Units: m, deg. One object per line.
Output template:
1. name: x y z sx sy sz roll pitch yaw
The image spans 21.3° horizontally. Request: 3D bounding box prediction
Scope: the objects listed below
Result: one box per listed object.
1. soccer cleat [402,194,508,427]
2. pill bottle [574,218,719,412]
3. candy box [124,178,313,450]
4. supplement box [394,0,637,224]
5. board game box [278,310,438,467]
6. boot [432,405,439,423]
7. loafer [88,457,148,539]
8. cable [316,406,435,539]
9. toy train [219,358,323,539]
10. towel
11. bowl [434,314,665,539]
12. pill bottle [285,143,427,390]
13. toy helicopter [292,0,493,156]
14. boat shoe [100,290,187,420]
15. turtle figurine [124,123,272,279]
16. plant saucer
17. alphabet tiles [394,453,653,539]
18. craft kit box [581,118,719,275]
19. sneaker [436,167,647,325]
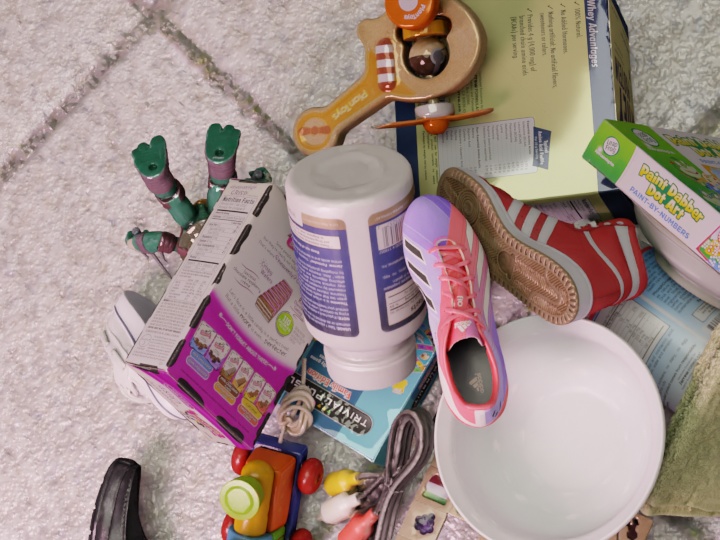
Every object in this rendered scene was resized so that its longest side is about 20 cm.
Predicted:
1. soccer cleat: 0.080 0.030 1.569 0.067 0.076 0.200 -12 81 -1
2. pill bottle: 0.254 0.043 1.685 0.200 0.109 0.109 37 90 21
3. candy box: -0.106 0.038 1.696 0.061 0.136 0.200 9 61 42
4. supplement box: 0.144 -0.140 1.743 0.199 0.134 0.200 -6 77 15
5. board game box: 0.006 0.059 1.784 0.151 0.047 0.200 29 87 19
6. boot: 0.128 0.183 1.709 0.162 0.073 0.198 35 82 18
7. loafer: -0.218 0.277 1.792 0.070 0.068 0.201 4 84 9
8. cable: 0.014 0.196 1.693 0.050 0.200 0.097 -3 63 -24
9. toy train: -0.090 0.185 1.718 0.085 0.116 0.200 14 106 17
10. towel: 0.321 0.125 1.608 0.036 0.148 0.200 49 126 50
11. bowl: 0.170 0.141 1.611 0.201 0.090 0.201 -4 80 24
12. pill bottle: 0.000 0.000 1.670 0.111 0.111 0.200 3 123 16
13. toy helicopter: 0.028 -0.158 1.684 0.200 0.079 0.132 -36 79 19
14. boat shoe: -0.196 0.094 1.792 0.065 0.074 0.200 -54 29 12
15. turtle figurine: -0.143 -0.049 1.787 0.150 0.200 0.101 -26 55 -11
16. plant saucer: 0.310 -0.007 1.644 0.200 0.200 0.050 37 109 20
17. alphabet tiles: 0.142 0.222 1.653 0.200 0.008 0.167 22 77 18
18. craft kit box: 0.315 -0.050 1.608 0.197 0.200 0.049 41 115 35
19. sneaker: 0.158 -0.028 1.625 0.200 0.112 0.071 45 135 38
